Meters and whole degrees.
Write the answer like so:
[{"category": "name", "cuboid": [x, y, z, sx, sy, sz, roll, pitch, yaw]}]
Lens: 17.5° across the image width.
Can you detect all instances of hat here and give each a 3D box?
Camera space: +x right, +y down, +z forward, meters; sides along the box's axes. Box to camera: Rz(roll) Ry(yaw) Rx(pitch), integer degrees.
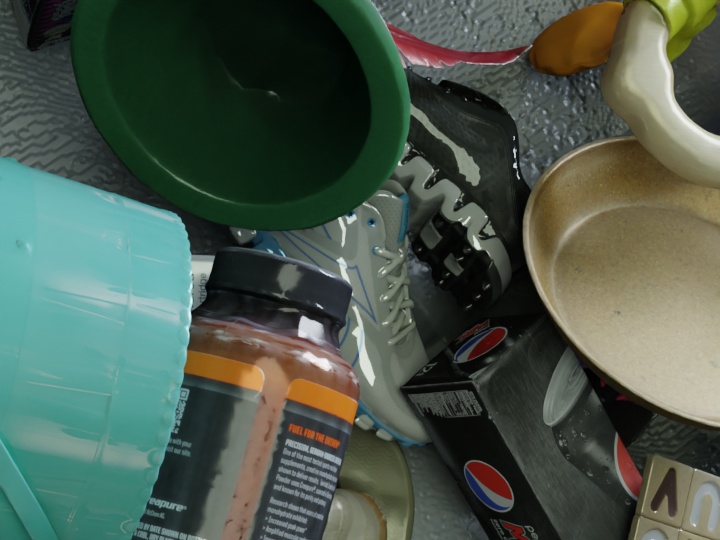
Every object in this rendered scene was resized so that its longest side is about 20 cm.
[{"category": "hat", "cuboid": [-0.036, -0.130, 1.191, 0.165, 0.176, 0.200, -12, 123, 23]}]

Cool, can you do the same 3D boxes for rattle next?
[{"category": "rattle", "cuboid": [0.204, -0.079, 1.277, 0.200, 0.143, 0.130, 24, 56, -19]}]

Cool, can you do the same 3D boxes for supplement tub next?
[{"category": "supplement tub", "cuboid": [-0.062, 0.093, 1.134, 0.107, 0.107, 0.201, 17, 81, -10]}]

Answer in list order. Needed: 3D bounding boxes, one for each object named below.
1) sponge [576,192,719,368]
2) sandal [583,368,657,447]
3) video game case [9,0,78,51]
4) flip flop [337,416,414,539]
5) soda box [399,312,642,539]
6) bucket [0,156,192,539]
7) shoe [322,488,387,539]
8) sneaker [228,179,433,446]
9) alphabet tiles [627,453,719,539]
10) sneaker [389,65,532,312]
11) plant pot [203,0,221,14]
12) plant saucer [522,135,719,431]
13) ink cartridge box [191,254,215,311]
[{"category": "sponge", "cuboid": [0.206, 0.001, 1.296, 0.199, 0.030, 0.112, 2, 60, -13]}, {"category": "sandal", "cuboid": [0.169, 0.039, 1.306, 0.200, 0.045, 0.075, -35, 92, -14]}, {"category": "video game case", "cuboid": [-0.180, -0.225, 1.187, 0.036, 0.181, 0.201, -18, 88, -12]}, {"category": "flip flop", "cuboid": [-0.016, 0.172, 1.245, 0.081, 0.058, 0.201, 15, 81, -10]}, {"category": "soda box", "cuboid": [0.107, 0.122, 1.243, 0.071, 0.063, 0.200, -40, 109, -31]}, {"category": "bucket", "cuboid": [-0.168, 0.044, 1.069, 0.134, 0.207, 0.208, 14, 81, -18]}, {"category": "shoe", "cuboid": [-0.073, 0.182, 1.204, 0.200, 0.053, 0.070, -44, 71, 10]}, {"category": "sneaker", "cuboid": [0.000, 0.000, 1.242, 0.087, 0.075, 0.200, -32, 94, 27]}, {"category": "alphabet tiles", "cuboid": [0.211, 0.171, 1.272, 0.200, 0.008, 0.168, 22, 79, -39]}, {"category": "sneaker", "cuboid": [0.035, -0.076, 1.282, 0.090, 0.066, 0.200, -34, 83, -31]}, {"category": "plant pot", "cuboid": [-0.036, -0.227, 1.223, 0.177, 0.200, 0.201, -30, 91, -3]}, {"category": "plant saucer", "cuboid": [0.174, 0.014, 1.226, 0.200, 0.035, 0.201, 11, 46, -12]}, {"category": "ink cartridge box", "cuboid": [-0.160, 0.062, 1.211, 0.199, 0.083, 0.147, 2, 84, -12]}]
